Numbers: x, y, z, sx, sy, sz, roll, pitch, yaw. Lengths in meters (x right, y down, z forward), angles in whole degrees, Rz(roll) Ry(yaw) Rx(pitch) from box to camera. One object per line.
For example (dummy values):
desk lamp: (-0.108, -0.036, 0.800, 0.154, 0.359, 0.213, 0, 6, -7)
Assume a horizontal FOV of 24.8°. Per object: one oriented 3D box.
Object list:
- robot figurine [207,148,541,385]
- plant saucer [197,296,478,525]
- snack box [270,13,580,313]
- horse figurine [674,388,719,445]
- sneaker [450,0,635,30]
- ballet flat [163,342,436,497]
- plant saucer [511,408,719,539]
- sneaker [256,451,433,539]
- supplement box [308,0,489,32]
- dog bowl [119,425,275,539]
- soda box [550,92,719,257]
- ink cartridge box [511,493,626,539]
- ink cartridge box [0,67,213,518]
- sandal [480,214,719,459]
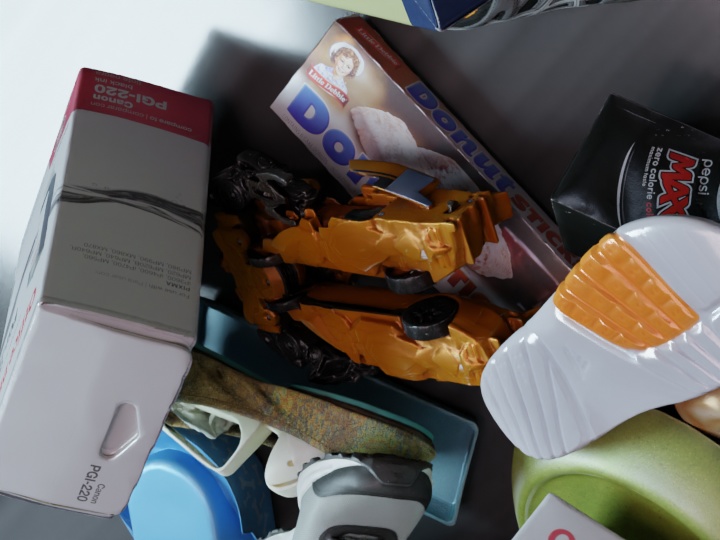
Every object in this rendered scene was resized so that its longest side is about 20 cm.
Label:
robot figurine: (0.000, 0.000, 0.869, 0.200, 0.058, 0.145, 10, 127, 45)
plant saucer: (-0.021, 0.078, 0.962, 0.199, 0.019, 0.070, 24, 118, 23)
snack box: (0.040, -0.041, 0.875, 0.200, 0.024, 0.072, 48, 128, 8)
horse figurine: (0.202, 0.067, 0.749, 0.200, 0.050, 0.133, 18, 162, 45)
sneaker: (0.087, -0.154, 0.775, 0.199, 0.077, 0.079, -15, 98, 33)
ballet flat: (-0.052, 0.092, 0.930, 0.199, 0.071, 0.071, 18, 116, 27)
plant saucer: (0.149, 0.151, 0.827, 0.200, 0.031, 0.200, 32, 145, 26)
sneaker: (-0.011, 0.162, 0.895, 0.074, 0.080, 0.200, 9, 142, -18)
supplement box: (-0.004, -0.230, 0.692, 0.200, 0.134, 0.201, 25, 143, 52)
dog bowl: (-0.101, 0.183, 1.029, 0.111, 0.050, 0.201, 2, 109, 31)
soda box: (0.191, -0.006, 0.757, 0.199, 0.071, 0.063, 26, 76, 20)
ink cartridge box: (0.088, 0.226, 0.748, 0.147, 0.200, 0.086, 30, 159, 27)
ink cartridge box: (-0.141, 0.010, 0.886, 0.084, 0.200, 0.146, 14, 129, -16)
sandal: (0.123, 0.023, 0.736, 0.079, 0.059, 0.207, 54, 146, 3)
